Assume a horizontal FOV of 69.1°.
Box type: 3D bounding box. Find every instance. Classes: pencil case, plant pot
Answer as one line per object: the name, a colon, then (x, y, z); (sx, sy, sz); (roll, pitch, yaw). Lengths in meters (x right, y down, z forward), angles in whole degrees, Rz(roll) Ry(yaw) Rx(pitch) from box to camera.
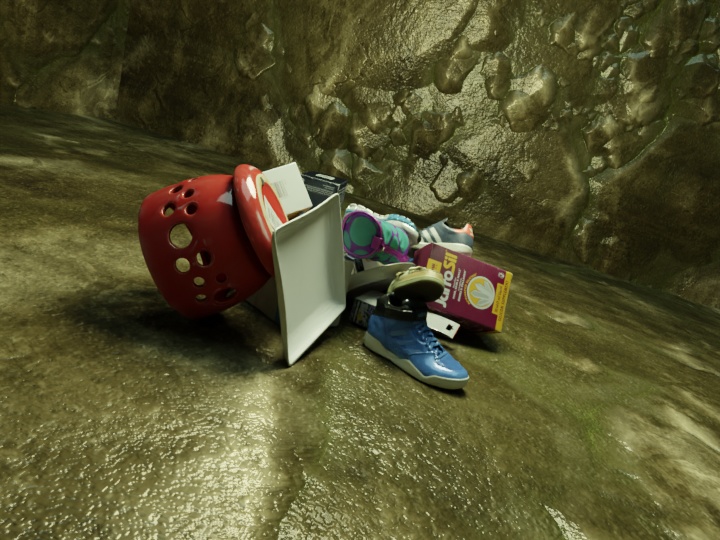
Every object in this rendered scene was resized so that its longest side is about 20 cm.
pencil case: (0.032, -0.054, 0.984); (0.092, 0.086, 0.199); (40, 11, 18)
plant pot: (-0.205, -0.052, 0.796); (0.178, 0.205, 0.201); (-21, 13, 6)

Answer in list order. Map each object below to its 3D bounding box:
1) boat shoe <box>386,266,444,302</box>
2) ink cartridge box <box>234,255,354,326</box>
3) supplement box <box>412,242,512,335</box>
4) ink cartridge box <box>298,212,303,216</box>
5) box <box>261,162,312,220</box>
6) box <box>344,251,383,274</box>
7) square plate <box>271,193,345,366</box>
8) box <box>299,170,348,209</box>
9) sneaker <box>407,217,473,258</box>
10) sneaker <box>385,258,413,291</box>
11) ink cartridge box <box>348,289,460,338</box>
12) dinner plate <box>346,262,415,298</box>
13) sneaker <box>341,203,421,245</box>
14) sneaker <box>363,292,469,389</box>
boat shoe: (0.097, 0.019, 0.930); (0.071, 0.065, 0.201); (19, -14, -7)
ink cartridge box: (-0.132, 0.006, 0.953); (0.198, 0.129, 0.127); (28, 18, 38)
supplement box: (0.204, 0.042, 1.102); (0.195, 0.135, 0.103); (19, -14, -12)
ink cartridge box: (-0.099, -0.063, 1.258); (0.133, 0.078, 0.200); (22, -10, -5)
box: (-0.222, -0.150, 1.217); (0.149, 0.109, 0.199); (-23, 0, -25)
box: (0.000, 0.000, 1.131); (0.115, 0.062, 0.198); (-23, -14, 31)
square plate: (-0.077, 0.006, 0.793); (0.028, 0.206, 0.198); (6, 24, 23)
box: (-0.121, -0.163, 1.465); (0.120, 0.204, 0.200); (14, 13, 2)
sneaker: (0.159, -0.074, 1.163); (0.195, 0.087, 0.075); (8, -19, 25)
sneaker: (0.123, 0.007, 1.231); (0.195, 0.085, 0.074); (-5, -25, 25)
ink cartridge box: (0.086, 0.100, 1.005); (0.195, 0.052, 0.109); (22, 14, 16)
dinner plate: (0.022, 0.026, 1.075); (0.194, 0.025, 0.201); (-16, -13, -4)
sneaker: (0.036, -0.075, 1.122); (0.196, 0.088, 0.076); (15, -32, 30)
sneaker: (0.099, 0.106, 0.863); (0.197, 0.114, 0.076); (25, 16, 32)
